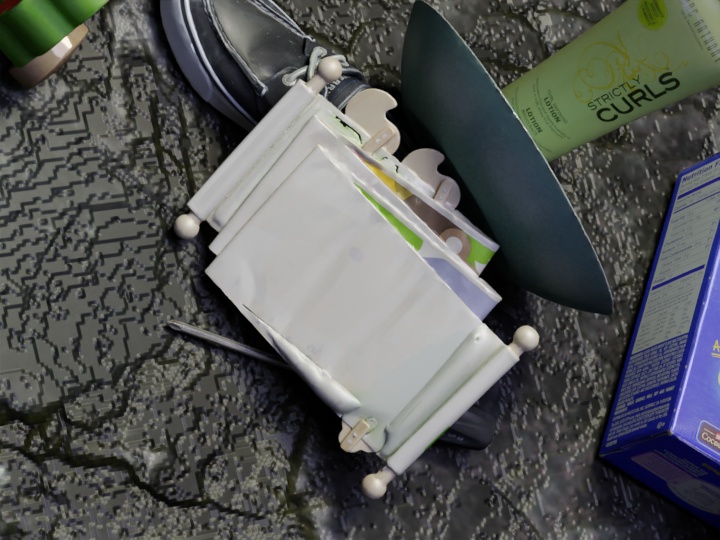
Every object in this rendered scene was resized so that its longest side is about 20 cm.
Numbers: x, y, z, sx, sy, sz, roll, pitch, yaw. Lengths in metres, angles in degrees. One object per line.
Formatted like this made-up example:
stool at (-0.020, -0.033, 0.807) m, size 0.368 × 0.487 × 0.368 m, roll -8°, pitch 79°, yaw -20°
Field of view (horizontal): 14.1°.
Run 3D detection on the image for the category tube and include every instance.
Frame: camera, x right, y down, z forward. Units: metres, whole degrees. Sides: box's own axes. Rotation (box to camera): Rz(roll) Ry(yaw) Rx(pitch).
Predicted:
tube at (0.144, -0.112, 1.618) m, size 0.058 × 0.200 × 0.052 m, roll 26°, pitch 60°, yaw -25°

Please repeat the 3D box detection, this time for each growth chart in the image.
growth chart at (0.000, 0.000, 1.537) m, size 0.145 × 0.018 × 0.200 m, roll -39°, pitch 86°, yaw 5°

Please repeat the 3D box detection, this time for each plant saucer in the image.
plant saucer at (0.068, -0.052, 1.578) m, size 0.039 × 0.201 × 0.201 m, roll -31°, pitch 94°, yaw -5°

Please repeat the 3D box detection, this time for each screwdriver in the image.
screwdriver at (-0.017, 0.060, 1.576) m, size 0.200 × 0.029 × 0.028 m, roll 18°, pitch 66°, yaw -18°

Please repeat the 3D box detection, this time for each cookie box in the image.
cookie box at (0.246, 0.053, 1.708) m, size 0.171 × 0.075 × 0.200 m, roll 32°, pitch 61°, yaw -23°

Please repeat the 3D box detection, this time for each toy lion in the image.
toy lion at (-0.118, -0.174, 1.463) m, size 0.069 × 0.192 × 0.200 m, roll 47°, pitch 66°, yaw -12°

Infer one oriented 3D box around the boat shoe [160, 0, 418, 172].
boat shoe at (-0.026, -0.092, 1.582) m, size 0.200 × 0.068 × 0.072 m, roll 52°, pitch 55°, yaw -9°
